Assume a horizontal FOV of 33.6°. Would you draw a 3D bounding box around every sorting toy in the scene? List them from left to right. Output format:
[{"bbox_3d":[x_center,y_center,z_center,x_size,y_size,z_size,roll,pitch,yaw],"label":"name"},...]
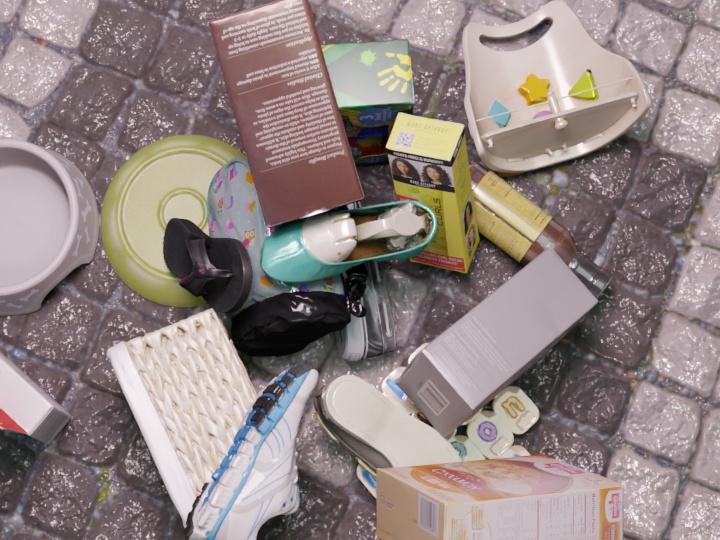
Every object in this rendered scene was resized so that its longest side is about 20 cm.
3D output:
[{"bbox_3d":[0.199,-0.218,1.354,0.197,0.107,0.182,-15,71,-3],"label":"sorting toy"}]

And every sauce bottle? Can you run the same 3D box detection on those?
[{"bbox_3d":[0.188,-0.038,1.326,0.199,0.065,0.065,39,80,7],"label":"sauce bottle"}]

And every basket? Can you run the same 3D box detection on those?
[{"bbox_3d":[-0.165,0.155,1.248,0.122,0.136,0.202,-24,79,-9],"label":"basket"}]

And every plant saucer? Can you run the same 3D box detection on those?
[{"bbox_3d":[-0.198,-0.061,1.346,0.197,0.031,0.203,0,77,-1],"label":"plant saucer"}]

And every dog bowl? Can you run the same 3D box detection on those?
[{"bbox_3d":[-0.394,-0.054,1.329,0.197,0.059,0.203,0,77,0],"label":"dog bowl"}]

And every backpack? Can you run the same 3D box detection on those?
[{"bbox_3d":[-0.087,-0.024,1.259,0.125,0.166,0.203,7,68,-43],"label":"backpack"}]

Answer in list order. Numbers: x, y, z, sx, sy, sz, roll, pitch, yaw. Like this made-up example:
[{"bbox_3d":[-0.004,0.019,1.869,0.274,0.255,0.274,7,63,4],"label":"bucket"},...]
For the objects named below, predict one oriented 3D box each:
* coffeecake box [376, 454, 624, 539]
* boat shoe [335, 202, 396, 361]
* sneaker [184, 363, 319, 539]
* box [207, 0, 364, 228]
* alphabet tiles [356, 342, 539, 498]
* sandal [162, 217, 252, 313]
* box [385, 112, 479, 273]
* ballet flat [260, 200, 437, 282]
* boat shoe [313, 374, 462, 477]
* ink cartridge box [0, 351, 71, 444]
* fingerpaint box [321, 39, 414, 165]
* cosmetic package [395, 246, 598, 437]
[{"bbox_3d":[0.135,0.238,1.178,0.197,0.153,0.074,-1,93,-24],"label":"coffeecake box"},{"bbox_3d":[0.000,0.000,1.322,0.070,0.072,0.203,-2,79,-20],"label":"boat shoe"},{"bbox_3d":[-0.086,0.187,1.154,0.086,0.075,0.201,34,78,-14],"label":"sneaker"},{"bbox_3d":[-0.070,-0.153,1.145,0.099,0.075,0.203,-15,97,0],"label":"box"},{"bbox_3d":[0.096,0.188,1.301,0.200,0.015,0.196,-41,81,-8],"label":"alphabet tiles"},{"bbox_3d":[-0.170,-0.005,1.229,0.047,0.200,0.077,1,102,-33],"label":"sandal"},{"bbox_3d":[0.078,-0.078,1.258,0.074,0.201,0.051,13,60,18],"label":"box"},{"bbox_3d":[-0.006,-0.037,1.186,0.198,0.070,0.068,-11,74,-32],"label":"ballet flat"},{"bbox_3d":[0.034,0.186,1.259,0.201,0.060,0.072,42,65,-11],"label":"boat shoe"},{"bbox_3d":[-0.402,0.094,1.236,0.199,0.176,0.045,40,80,7],"label":"ink cartridge box"},{"bbox_3d":[-0.030,-0.171,1.284,0.164,0.200,0.075,-4,78,-2],"label":"fingerpaint box"},{"bbox_3d":[0.145,0.075,1.255,0.199,0.107,0.090,-39,80,-27],"label":"cosmetic package"}]
